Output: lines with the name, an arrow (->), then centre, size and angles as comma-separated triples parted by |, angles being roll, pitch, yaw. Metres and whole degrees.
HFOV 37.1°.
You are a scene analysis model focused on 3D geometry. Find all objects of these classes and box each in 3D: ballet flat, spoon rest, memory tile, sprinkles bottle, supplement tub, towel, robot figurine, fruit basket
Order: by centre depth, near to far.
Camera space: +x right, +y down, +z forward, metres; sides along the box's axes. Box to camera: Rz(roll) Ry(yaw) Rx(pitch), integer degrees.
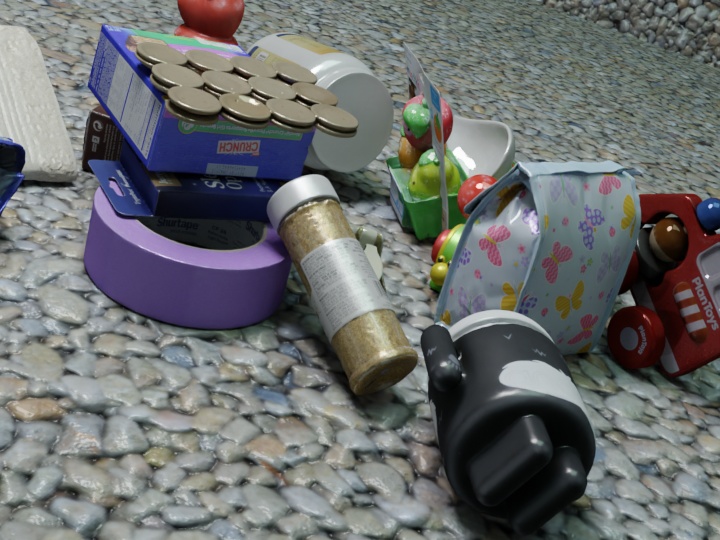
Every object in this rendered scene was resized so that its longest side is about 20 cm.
robot figurine -> 0.118, 0.118, 0.871 | 0.123, 0.152, 0.201 | -7, 29, -1
sprinkles bottle -> -0.018, 0.011, 0.972 | 0.067, 0.068, 0.202 | -5, 58, -40
memory tile -> -0.108, -0.171, 1.023 | 0.197, 0.017, 0.154 | 2, 32, -34
ballet flat -> 0.000, 0.000, 1.086 | 0.068, 0.072, 0.201 | 12, 26, -14
towel -> -0.390, -0.178, 1.145 | 0.131, 0.034, 0.202 | -6, 64, -38
fruit basket -> 0.073, -0.149, 1.286 | 0.092, 0.203, 0.186 | -15, 31, -3
supplement tub -> -0.061, -0.212, 1.354 | 0.143, 0.147, 0.199 | -1, 22, -34
spoon rest -> 0.144, -0.156, 1.369 | 0.060, 0.100, 0.200 | 32, 14, -18

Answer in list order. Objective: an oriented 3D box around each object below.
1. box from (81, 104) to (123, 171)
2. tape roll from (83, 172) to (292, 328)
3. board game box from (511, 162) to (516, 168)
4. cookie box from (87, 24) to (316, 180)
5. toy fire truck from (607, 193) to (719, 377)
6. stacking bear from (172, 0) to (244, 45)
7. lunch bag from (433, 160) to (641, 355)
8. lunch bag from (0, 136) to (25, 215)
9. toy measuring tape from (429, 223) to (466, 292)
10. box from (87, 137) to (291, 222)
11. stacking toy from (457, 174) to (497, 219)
box -> -0.203, -0.132, 1.218 | 0.197, 0.076, 0.100 | 18, 25, 4
tape roll -> -0.163, -0.025, 1.038 | 0.197, 0.066, 0.201 | 14, 27, -7
board game box -> 0.198, -0.087, 1.376 | 0.101, 0.048, 0.201 | 34, 20, -20
cookie box -> -0.164, -0.171, 1.092 | 0.169, 0.076, 0.200 | 1, 30, -35
toy fire truck -> 0.342, 0.007, 1.141 | 0.111, 0.168, 0.203 | -2, 67, -36
stacking bear -> -0.198, -0.263, 1.329 | 0.112, 0.203, 0.121 | 23, 26, 14
lunch bag -> 0.185, -0.018, 1.092 | 0.168, 0.203, 0.127 | -7, 34, -40
lunch bag -> -0.408, -0.080, 0.926 | 0.167, 0.125, 0.201 | 18, 33, 4
toy measuring tape -> 0.135, -0.025, 1.226 | 0.073, 0.075, 0.199 | 29, 28, 23
box -> -0.158, -0.089, 1.059 | 0.197, 0.033, 0.121 | 0, 30, -31
stacking toy -> 0.194, -0.054, 1.222 | 0.198, 0.086, 0.086 | 24, 21, -23
